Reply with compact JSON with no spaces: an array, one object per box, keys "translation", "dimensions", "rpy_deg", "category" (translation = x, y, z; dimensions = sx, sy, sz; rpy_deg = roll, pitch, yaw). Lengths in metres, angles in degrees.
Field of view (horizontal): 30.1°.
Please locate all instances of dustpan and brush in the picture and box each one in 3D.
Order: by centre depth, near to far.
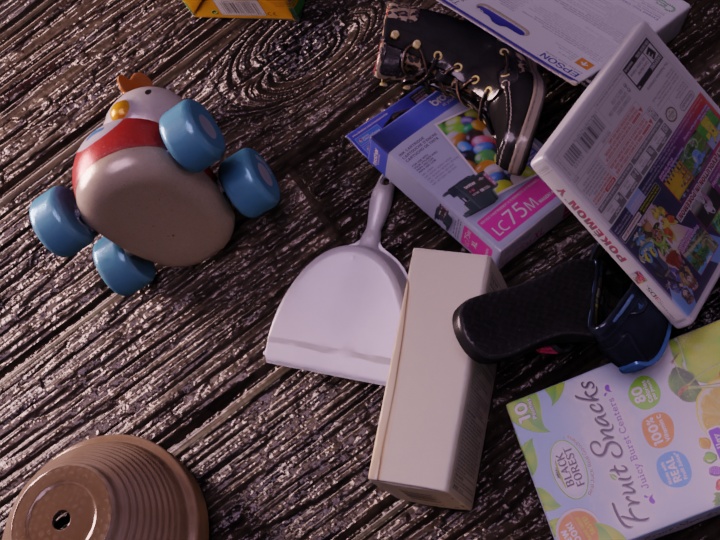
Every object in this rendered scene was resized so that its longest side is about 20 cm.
[{"translation":[0.000,0.000,1.226],"dimensions":[0.138,0.057,0.202],"rpy_deg":[9,82,18],"category":"dustpan and brush"}]

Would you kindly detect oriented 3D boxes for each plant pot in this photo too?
[{"translation":[-0.240,0.230,1.172],"dimensions":[0.199,0.093,0.203],"rpy_deg":[-9,60,15],"category":"plant pot"}]

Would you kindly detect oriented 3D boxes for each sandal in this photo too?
[{"translation":[0.154,0.039,1.125],"dimensions":[0.198,0.045,0.076],"rpy_deg":[-10,66,-31],"category":"sandal"}]

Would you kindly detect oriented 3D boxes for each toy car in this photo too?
[{"translation":[-0.204,-0.117,1.261],"dimensions":[0.183,0.177,0.201],"rpy_deg":[-31,54,16],"category":"toy car"}]

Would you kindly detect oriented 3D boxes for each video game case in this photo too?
[{"translation":[0.246,-0.082,1.101],"dimensions":[0.182,0.023,0.200],"rpy_deg":[46,54,-9],"category":"video game case"}]

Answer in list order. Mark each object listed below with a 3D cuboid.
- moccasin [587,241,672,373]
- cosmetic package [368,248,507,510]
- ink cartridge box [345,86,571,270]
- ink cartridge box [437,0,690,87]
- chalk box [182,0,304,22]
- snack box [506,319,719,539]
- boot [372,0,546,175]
[{"translation":[0.230,-0.012,1.114],"dimensions":[0.080,0.068,0.201],"rpy_deg":[-31,33,37],"category":"moccasin"},{"translation":[0.070,0.094,1.142],"dimensions":[0.072,0.104,0.202],"rpy_deg":[6,73,18],"category":"cosmetic package"},{"translation":[0.094,-0.100,1.212],"dimensions":[0.119,0.042,0.200],"rpy_deg":[-36,63,-25],"category":"ink cartridge box"},{"translation":[0.164,-0.236,1.204],"dimensions":[0.199,0.041,0.199],"rpy_deg":[37,48,22],"category":"ink cartridge box"},{"translation":[-0.112,-0.367,1.331],"dimensions":[0.123,0.124,0.202],"rpy_deg":[5,74,16],"category":"chalk box"},{"translation":[0.238,0.144,1.107],"dimensions":[0.198,0.053,0.143],"rpy_deg":[-22,67,8],"category":"snack box"},{"translation":[0.086,-0.168,1.185],"dimensions":[0.149,0.074,0.201],"rpy_deg":[12,45,-3],"category":"boot"}]
